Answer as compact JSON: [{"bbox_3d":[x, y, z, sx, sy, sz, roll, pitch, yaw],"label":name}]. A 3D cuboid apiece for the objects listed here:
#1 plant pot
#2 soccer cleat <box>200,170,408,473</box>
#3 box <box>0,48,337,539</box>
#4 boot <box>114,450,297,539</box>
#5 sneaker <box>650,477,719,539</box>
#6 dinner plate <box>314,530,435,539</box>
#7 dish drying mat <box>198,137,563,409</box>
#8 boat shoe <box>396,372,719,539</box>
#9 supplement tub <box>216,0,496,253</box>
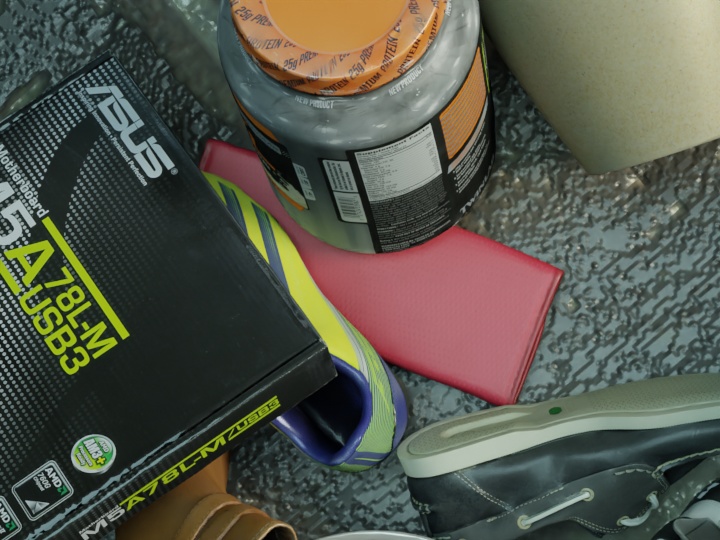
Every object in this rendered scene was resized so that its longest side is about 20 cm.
[{"bbox_3d":[0.122,-0.155,1.112,0.186,0.187,0.202,-18,94,10],"label":"plant pot"},{"bbox_3d":[-0.055,0.019,1.151,0.200,0.084,0.065,46,108,8],"label":"soccer cleat"},{"bbox_3d":[-0.143,0.023,1.107,0.192,0.048,0.200,-34,66,-5],"label":"box"},{"bbox_3d":[-0.079,0.118,1.112,0.076,0.155,0.201,24,73,-23],"label":"boot"},{"bbox_3d":[0.156,0.154,1.089,0.199,0.089,0.074,-33,88,-9],"label":"sneaker"},{"bbox_3d":[0.010,0.227,1.147,0.198,0.024,0.202,0,92,8],"label":"dinner plate"},{"bbox_3d":[0.000,0.000,1.191,0.199,0.018,0.077,21,90,13],"label":"dish drying mat"},{"bbox_3d":[0.121,0.093,1.134,0.198,0.072,0.068,-13,99,9],"label":"boat shoe"},{"bbox_3d":[0.000,-0.095,1.098,0.121,0.200,0.124,-2,70,6],"label":"supplement tub"}]
